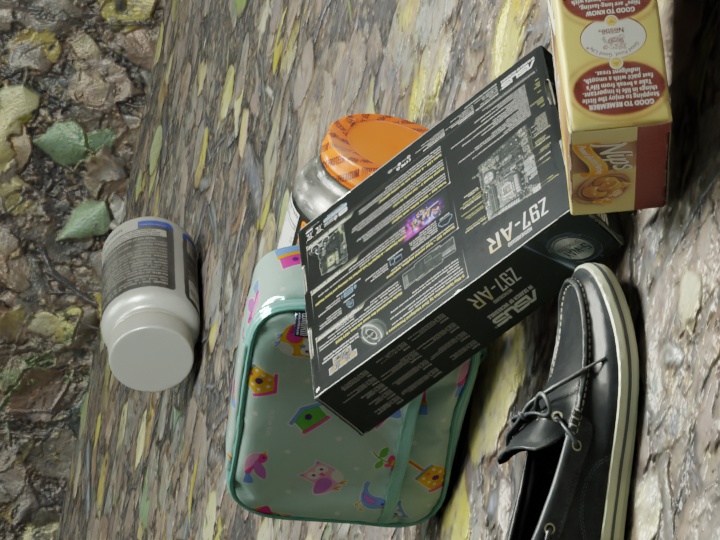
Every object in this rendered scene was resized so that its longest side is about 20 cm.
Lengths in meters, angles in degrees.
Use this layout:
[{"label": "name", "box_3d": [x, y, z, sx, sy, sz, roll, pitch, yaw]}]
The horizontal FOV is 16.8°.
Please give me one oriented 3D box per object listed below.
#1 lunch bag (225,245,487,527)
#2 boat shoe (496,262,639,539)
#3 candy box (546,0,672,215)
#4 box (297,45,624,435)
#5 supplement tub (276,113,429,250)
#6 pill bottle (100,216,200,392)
[{"label": "lunch bag", "box_3d": [-0.004, 0.078, 1.595, 0.077, 0.160, 0.200, -88, 7, -51]}, {"label": "boat shoe", "box_3d": [0.108, 0.090, 1.297, 0.075, 0.062, 0.200, 132, 147, -71]}, {"label": "candy box", "box_3d": [0.124, -0.142, 1.267, 0.115, 0.055, 0.200, 74, -168, -69]}, {"label": "box", "box_3d": [0.053, -0.020, 1.425, 0.200, 0.044, 0.160, -38, 33, 21]}, {"label": "supplement tub", "box_3d": [0.000, 0.000, 1.704, 0.123, 0.122, 0.200, -101, 24, -58]}, {"label": "pill bottle", "box_3d": [-0.240, 0.040, 2.780, 0.200, 0.114, 0.114, -97, 20, -53]}]
